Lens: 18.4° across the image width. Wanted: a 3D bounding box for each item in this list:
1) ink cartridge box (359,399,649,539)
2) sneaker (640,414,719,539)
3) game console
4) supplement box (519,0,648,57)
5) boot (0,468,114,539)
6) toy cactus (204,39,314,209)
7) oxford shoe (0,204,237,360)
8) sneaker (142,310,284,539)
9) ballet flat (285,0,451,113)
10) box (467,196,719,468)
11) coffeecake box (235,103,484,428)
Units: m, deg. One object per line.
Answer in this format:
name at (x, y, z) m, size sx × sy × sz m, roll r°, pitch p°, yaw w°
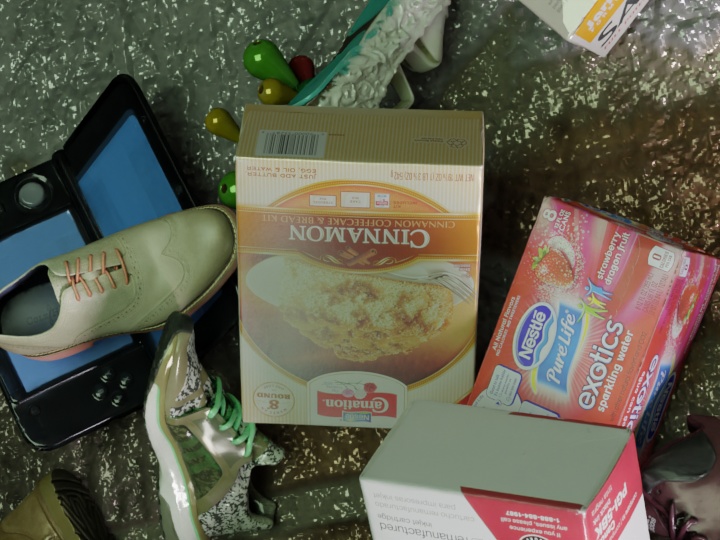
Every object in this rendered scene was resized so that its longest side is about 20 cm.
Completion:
ink cartridge box at (0.094, 0.187, 1.325) m, size 0.146 × 0.083 × 0.201 m, roll 5°, pitch 125°, yaw 27°
sneaker at (0.210, 0.181, 1.363) m, size 0.115 × 0.076 × 0.201 m, roll 10°, pitch 70°, yaw 10°
game console at (-0.197, -0.005, 1.565) m, size 0.175 × 0.116 × 0.201 m, roll -25°, pitch 73°, yaw -10°
supplement box at (0.117, -0.252, 1.466) m, size 0.200 × 0.073 × 0.126 m, roll 44°, pitch 103°, yaw 22°
boot at (-0.250, 0.265, 1.606) m, size 0.200 × 0.066 × 0.176 m, roll -40°, pitch 58°, yaw 16°
toy cactus at (-0.014, -0.065, 1.517) m, size 0.164 × 0.102 × 0.201 m, roll -16°, pitch 76°, yaw 4°
oxford shoe at (-0.170, 0.011, 1.500) m, size 0.199 × 0.074 × 0.071 m, roll -27°, pitch 75°, yaw 20°
sneaker at (-0.095, 0.107, 1.509) m, size 0.088 × 0.201 × 0.077 m, roll 0°, pitch 41°, yaw 5°
ballet flat at (0.016, -0.142, 1.482) m, size 0.071 × 0.072 × 0.200 m, roll 17°, pitch 52°, yaw 25°
box at (0.139, 0.065, 1.408) m, size 0.099 × 0.095 × 0.201 m, roll 22°, pitch 96°, yaw 24°
coffeecake box at (0.000, 0.000, 1.422) m, size 0.152 × 0.073 × 0.201 m, roll 2°, pitch 123°, yaw 3°
